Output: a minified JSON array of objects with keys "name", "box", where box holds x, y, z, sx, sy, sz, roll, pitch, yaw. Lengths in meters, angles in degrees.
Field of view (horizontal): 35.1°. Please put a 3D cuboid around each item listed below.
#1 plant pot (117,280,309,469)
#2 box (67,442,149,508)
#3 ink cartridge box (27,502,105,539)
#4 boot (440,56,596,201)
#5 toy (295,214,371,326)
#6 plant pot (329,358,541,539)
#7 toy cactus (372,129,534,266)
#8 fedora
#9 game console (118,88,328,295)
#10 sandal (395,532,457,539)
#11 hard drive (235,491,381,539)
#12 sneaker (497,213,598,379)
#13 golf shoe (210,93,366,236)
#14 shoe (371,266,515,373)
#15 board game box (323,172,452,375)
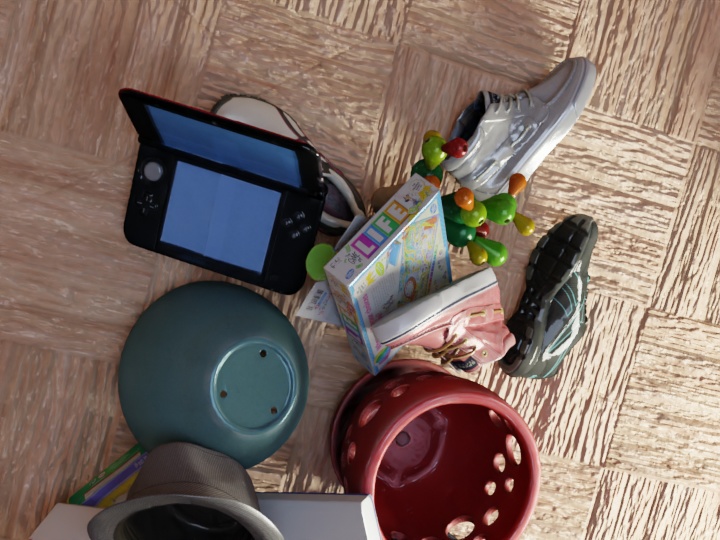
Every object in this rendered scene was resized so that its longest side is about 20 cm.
[{"name":"plant pot","box":[-0.129,0.111,1.139,0.197,0.134,0.204,1,89,-27]},{"name":"box","box":[-0.207,0.289,1.211,0.117,0.048,0.201,-37,109,-9]},{"name":"ink cartridge box","box":[-0.283,0.357,1.116,0.081,0.147,0.204,4,112,11]},{"name":"boot","box":[0.170,-0.171,1.243,0.095,0.073,0.201,36,88,-26]},{"name":"toy","box":[0.000,0.000,1.187,0.047,0.199,0.116,35,99,24]},{"name":"plant pot","box":[0.068,0.203,1.212,0.197,0.182,0.205,-3,99,-17]},{"name":"toy cactus","box":[0.088,-0.079,1.194,0.200,0.163,0.104,41,61,-51]},{"name":"fedora","box":[-0.159,0.229,1.083,0.174,0.091,0.200,-21,133,21]},{"name":"game console","box":[-0.140,-0.070,1.090,0.197,0.119,0.175,18,106,6]},{"name":"sandal","box":[0.037,0.318,1.293,0.197,0.045,0.076,23,91,-20]},{"name":"hard drive","box":[-0.064,0.289,1.147,0.025,0.197,0.134,-29,110,-56]},{"name":"sneaker","box":[0.225,0.033,1.304,0.078,0.075,0.203,20,100,-30]},{"name":"golf shoe","box":[-0.069,-0.111,1.171,0.199,0.088,0.078,37,88,-18]},{"name":"shoe","box":[0.092,0.065,1.161,0.199,0.071,0.092,-23,91,-52]},{"name":"board game box","box":[0.035,0.009,1.160,0.135,0.034,0.201,-46,154,-17]}]
